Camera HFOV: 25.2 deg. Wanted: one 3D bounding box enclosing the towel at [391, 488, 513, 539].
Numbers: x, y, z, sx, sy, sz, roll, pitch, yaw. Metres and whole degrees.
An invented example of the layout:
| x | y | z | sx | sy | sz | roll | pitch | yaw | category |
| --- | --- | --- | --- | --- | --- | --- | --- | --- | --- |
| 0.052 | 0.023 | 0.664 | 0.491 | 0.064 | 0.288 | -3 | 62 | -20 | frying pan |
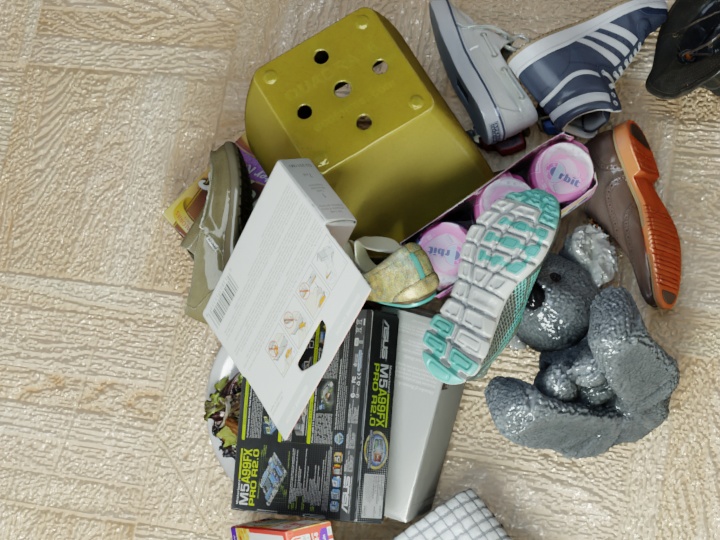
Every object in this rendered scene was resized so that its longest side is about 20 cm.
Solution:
| x | y | z | sx | sy | sz | roll | pitch | yaw | category |
| --- | --- | --- | --- | --- | --- | --- | --- | --- | --- |
| 0.079 | 0.332 | 1.557 | 0.200 | 0.086 | 0.166 | -37 | 71 | 0 | towel |

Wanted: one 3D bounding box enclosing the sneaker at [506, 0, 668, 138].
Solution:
| x | y | z | sx | sy | sz | roll | pitch | yaw | category |
| --- | --- | --- | --- | --- | --- | --- | --- | --- | --- |
| 0.254 | -0.206 | 1.647 | 0.200 | 0.070 | 0.109 | -25 | 77 | -26 | sneaker |

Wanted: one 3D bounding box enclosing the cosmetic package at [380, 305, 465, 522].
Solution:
| x | y | z | sx | sy | sz | roll | pitch | yaw | category |
| --- | --- | --- | --- | --- | --- | --- | --- | --- | --- |
| 0.046 | 0.138 | 1.584 | 0.090 | 0.107 | 0.200 | 13 | 95 | 17 | cosmetic package |

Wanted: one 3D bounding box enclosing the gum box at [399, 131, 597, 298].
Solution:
| x | y | z | sx | sy | sz | roll | pitch | yaw | category |
| --- | --- | --- | --- | --- | --- | --- | --- | --- | --- |
| 0.140 | -0.054 | 1.576 | 0.200 | 0.114 | 0.066 | -35 | 86 | 2 | gum box |

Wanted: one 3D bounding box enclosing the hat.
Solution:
| x | y | z | sx | sy | sz | roll | pitch | yaw | category |
| --- | --- | --- | --- | --- | --- | --- | --- | --- | --- |
| 0.383 | -0.235 | 1.629 | 0.081 | 0.201 | 0.201 | 37 | 85 | -20 | hat |

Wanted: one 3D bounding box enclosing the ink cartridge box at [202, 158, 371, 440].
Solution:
| x | y | z | sx | sy | sz | roll | pitch | yaw | category |
| --- | --- | --- | --- | --- | --- | --- | --- | --- | --- |
| -0.058 | 0.026 | 1.490 | 0.174 | 0.044 | 0.200 | 53 | 130 | 32 | ink cartridge box |

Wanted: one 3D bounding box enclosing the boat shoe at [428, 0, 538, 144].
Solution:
| x | y | z | sx | sy | sz | roll | pitch | yaw | category |
| --- | --- | --- | --- | --- | --- | --- | --- | --- | --- |
| 0.137 | -0.221 | 1.690 | 0.086 | 0.075 | 0.202 | -19 | 49 | -5 | boat shoe |

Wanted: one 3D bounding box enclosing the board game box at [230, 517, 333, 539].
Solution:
| x | y | z | sx | sy | sz | roll | pitch | yaw | category |
| --- | --- | --- | --- | --- | --- | --- | --- | --- | --- |
| -0.063 | 0.312 | 1.522 | 0.046 | 0.200 | 0.152 | -10 | 85 | -20 | board game box |

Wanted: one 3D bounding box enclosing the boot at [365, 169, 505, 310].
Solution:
| x | y | z | sx | sy | sz | roll | pitch | yaw | category |
| --- | --- | --- | --- | --- | --- | --- | --- | --- | --- |
| 0.095 | -0.012 | 1.664 | 0.200 | 0.064 | 0.187 | -5 | 76 | 8 | boot |

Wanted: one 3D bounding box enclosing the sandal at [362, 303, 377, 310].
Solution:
| x | y | z | sx | sy | sz | roll | pitch | yaw | category |
| --- | --- | --- | --- | --- | --- | --- | --- | --- | --- |
| -0.046 | 0.055 | 1.670 | 0.200 | 0.048 | 0.075 | 14 | 106 | 40 | sandal |

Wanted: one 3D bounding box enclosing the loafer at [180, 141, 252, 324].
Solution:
| x | y | z | sx | sy | sz | roll | pitch | yaw | category |
| --- | --- | --- | --- | --- | --- | --- | --- | --- | --- |
| -0.150 | -0.037 | 1.662 | 0.067 | 0.076 | 0.200 | -1 | 76 | 6 | loafer |

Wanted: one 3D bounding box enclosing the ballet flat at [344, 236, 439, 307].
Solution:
| x | y | z | sx | sy | sz | roll | pitch | yaw | category |
| --- | --- | --- | --- | --- | --- | --- | --- | --- | --- |
| 0.000 | 0.000 | 1.542 | 0.200 | 0.071 | 0.071 | -3 | 69 | 55 | ballet flat |

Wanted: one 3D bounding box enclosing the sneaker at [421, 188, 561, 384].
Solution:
| x | y | z | sx | sy | sz | roll | pitch | yaw | category |
| --- | --- | --- | --- | --- | --- | --- | --- | --- | --- |
| 0.126 | 0.017 | 1.499 | 0.078 | 0.091 | 0.200 | 30 | 88 | 23 | sneaker |

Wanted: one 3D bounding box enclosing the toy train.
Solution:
| x | y | z | sx | sy | sz | roll | pitch | yaw | category |
| --- | --- | --- | --- | --- | --- | --- | --- | --- | --- |
| 0.153 | -0.143 | 1.696 | 0.200 | 0.034 | 0.046 | -15 | 75 | 10 | toy train |

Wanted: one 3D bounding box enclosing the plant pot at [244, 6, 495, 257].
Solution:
| x | y | z | sx | sy | sz | roll | pitch | yaw | category |
| --- | --- | --- | --- | --- | --- | --- | --- | --- | --- |
| -0.003 | -0.140 | 1.601 | 0.200 | 0.176 | 0.200 | -31 | 68 | -2 | plant pot |

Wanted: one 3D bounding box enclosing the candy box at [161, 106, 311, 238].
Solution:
| x | y | z | sx | sy | sz | roll | pitch | yaw | category |
| --- | --- | --- | --- | --- | --- | --- | --- | --- | --- |
| -0.100 | -0.085 | 1.732 | 0.200 | 0.056 | 0.117 | -45 | 70 | 0 | candy box |

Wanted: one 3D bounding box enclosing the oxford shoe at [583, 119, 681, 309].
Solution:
| x | y | z | sx | sy | sz | roll | pitch | yaw | category |
| --- | --- | --- | --- | --- | --- | --- | --- | --- | --- |
| 0.272 | -0.049 | 1.631 | 0.073 | 0.071 | 0.200 | -22 | 65 | 29 | oxford shoe |

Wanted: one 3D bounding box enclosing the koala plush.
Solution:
| x | y | z | sx | sy | sz | roll | pitch | yaw | category |
| --- | --- | --- | --- | --- | --- | --- | --- | --- | --- |
| 0.204 | 0.064 | 1.575 | 0.177 | 0.184 | 0.200 | -41 | 50 | 18 | koala plush |

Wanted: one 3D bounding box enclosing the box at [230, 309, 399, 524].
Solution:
| x | y | z | sx | sy | sz | roll | pitch | yaw | category |
| --- | --- | --- | --- | --- | --- | --- | --- | --- | --- |
| -0.045 | 0.137 | 1.547 | 0.160 | 0.044 | 0.200 | -2 | 80 | 39 | box |

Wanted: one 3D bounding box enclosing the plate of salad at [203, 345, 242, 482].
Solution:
| x | y | z | sx | sy | sz | roll | pitch | yaw | category |
| --- | --- | --- | --- | --- | --- | --- | --- | --- | --- |
| -0.089 | 0.138 | 1.640 | 0.200 | 0.048 | 0.200 | -2 | 87 | 36 | plate of salad |
